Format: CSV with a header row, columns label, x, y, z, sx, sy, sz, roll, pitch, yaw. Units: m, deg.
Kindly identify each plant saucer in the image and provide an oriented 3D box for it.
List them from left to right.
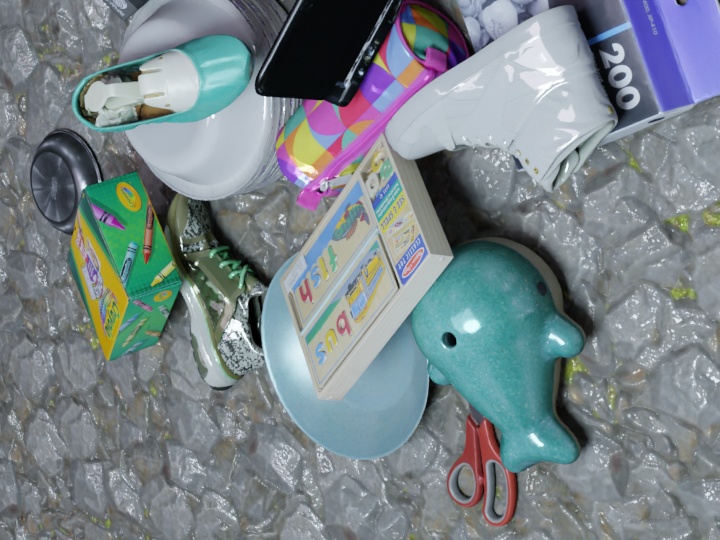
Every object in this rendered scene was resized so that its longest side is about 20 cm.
label,x,y,z,sx,sy,sz,roll,pitch,yaw
plant saucer,-0.007,0.072,1.382,0.199,0.038,0.204,13,111,38

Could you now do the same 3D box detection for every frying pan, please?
label,x,y,z,sx,sy,sz,roll,pitch,yaw
frying pan,-0.295,-0.065,1.595,0.190,0.031,0.115,49,130,22

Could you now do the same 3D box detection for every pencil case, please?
label,x,y,z,sx,sy,sz,roll,pitch,yaw
pencil case,0.007,-0.140,1.281,0.089,0.088,0.200,55,130,13

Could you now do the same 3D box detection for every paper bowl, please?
label,x,y,z,sx,sy,sz,roll,pitch,yaw
paper bowl,-0.148,-0.166,1.390,0.199,0.104,0.203,12,109,38

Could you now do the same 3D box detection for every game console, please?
label,x,y,z,sx,sy,sz,roll,pitch,yaw
game console,-0.018,-0.243,1.184,0.201,0.115,0.176,-59,34,20

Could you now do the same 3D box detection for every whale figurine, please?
label,x,y,z,sx,sy,sz,roll,pitch,yaw
whale figurine,0.111,0.076,1.239,0.158,0.103,0.202,-14,96,38

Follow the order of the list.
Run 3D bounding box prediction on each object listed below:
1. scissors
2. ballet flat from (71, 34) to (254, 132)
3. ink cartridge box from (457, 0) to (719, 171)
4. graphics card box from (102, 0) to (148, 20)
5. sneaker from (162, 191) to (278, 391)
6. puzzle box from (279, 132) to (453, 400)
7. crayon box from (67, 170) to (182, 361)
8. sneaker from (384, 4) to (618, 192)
label,x,y,z,sx,sy,sz,roll,pitch,yaw
scissors,0.109,0.126,1.319,0.073,0.014,0.203,15,111,39
ballet flat,-0.179,-0.156,1.304,0.198,0.070,0.068,-10,95,41
ink cartridge box,0.172,-0.199,1.152,0.199,0.043,0.200,-21,88,40
graphics card box,-0.183,-0.323,1.317,0.199,0.051,0.125,-33,116,32
sneaker,-0.126,0.011,1.458,0.088,0.077,0.202,-14,97,22
puzzle box,0.000,0.000,1.275,0.201,0.025,0.134,-54,44,38
crayon box,-0.235,0.000,1.482,0.120,0.058,0.200,65,158,13
sneaker,0.107,-0.104,1.159,0.199,0.073,0.117,-31,79,42
